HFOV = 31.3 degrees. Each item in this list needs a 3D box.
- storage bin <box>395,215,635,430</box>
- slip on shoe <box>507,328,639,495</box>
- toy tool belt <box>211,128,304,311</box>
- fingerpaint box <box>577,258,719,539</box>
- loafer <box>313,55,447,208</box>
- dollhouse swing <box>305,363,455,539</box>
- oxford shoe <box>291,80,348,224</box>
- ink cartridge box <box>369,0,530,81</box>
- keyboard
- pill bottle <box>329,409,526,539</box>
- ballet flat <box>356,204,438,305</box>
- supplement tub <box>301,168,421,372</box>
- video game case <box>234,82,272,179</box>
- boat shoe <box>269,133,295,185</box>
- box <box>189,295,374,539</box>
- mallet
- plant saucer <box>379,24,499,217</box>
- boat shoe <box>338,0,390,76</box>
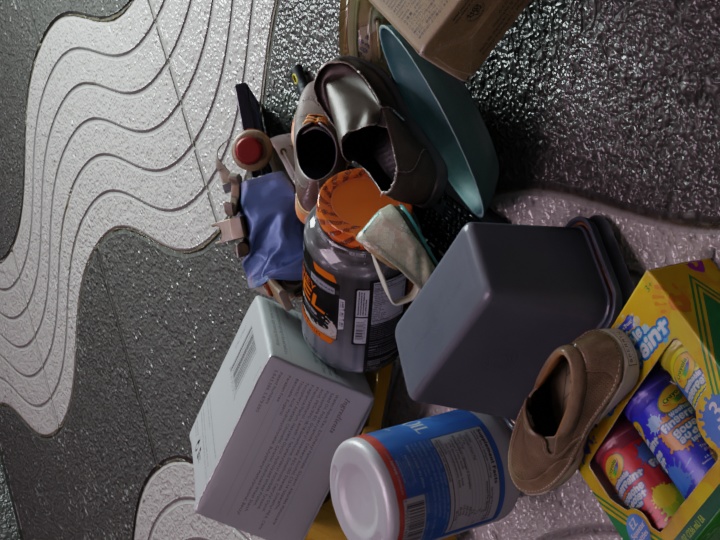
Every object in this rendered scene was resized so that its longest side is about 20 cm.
[{"bbox_3d":[0.122,0.036,1.122,0.201,0.133,0.147,-57,35,43],"label":"storage bin"},{"bbox_3d":[0.157,0.120,1.052,0.077,0.060,0.201,67,149,28],"label":"slip on shoe"},{"bbox_3d":[-0.102,-0.059,1.421,0.123,0.123,0.202,-57,-51,-82],"label":"toy tool belt"},{"bbox_3d":[0.252,0.122,1.017,0.168,0.073,0.201,60,144,32],"label":"fingerpaint box"},{"bbox_3d":[0.009,-0.142,1.257,0.200,0.070,0.073,51,125,32],"label":"loafer"},{"bbox_3d":[0.030,0.226,1.467,0.181,0.177,0.200,35,144,-7],"label":"dollhouse swing"},{"bbox_3d":[-0.041,-0.144,1.392,0.073,0.070,0.202,87,178,-51],"label":"oxford shoe"},{"bbox_3d":[0.090,-0.292,1.094,0.201,0.075,0.165,-51,50,18],"label":"ink cartridge box"},{"bbox_3d":[0.093,-0.025,1.279,0.200,0.039,0.105,44,134,47],"label":"keyboard"},{"bbox_3d":[0.080,0.191,1.207,0.112,0.198,0.114,23,118,54],"label":"pill bottle"},{"bbox_3d":[0.063,0.025,1.235,0.201,0.062,0.067,54,177,-20],"label":"ballet flat"},{"bbox_3d":[0.000,0.000,1.328,0.123,0.121,0.201,54,154,36],"label":"supplement tub"},{"bbox_3d":[-0.119,-0.117,1.566,0.143,0.019,0.203,53,-154,-88],"label":"video game case"},{"bbox_3d":[-0.070,-0.064,1.514,0.071,0.069,0.202,-31,72,56],"label":"boat shoe"},{"bbox_3d":[-0.094,0.166,1.442,0.202,0.130,0.199,-63,15,12],"label":"box"},{"bbox_3d":[-0.048,-0.147,1.491,0.201,0.041,0.066,66,150,31],"label":"mallet"},{"bbox_3d":[0.080,-0.146,1.199,0.202,0.036,0.200,62,178,4],"label":"plant saucer"},{"bbox_3d":[0.011,-0.230,1.350,0.073,0.062,0.203,-116,26,-76],"label":"boat shoe"}]
